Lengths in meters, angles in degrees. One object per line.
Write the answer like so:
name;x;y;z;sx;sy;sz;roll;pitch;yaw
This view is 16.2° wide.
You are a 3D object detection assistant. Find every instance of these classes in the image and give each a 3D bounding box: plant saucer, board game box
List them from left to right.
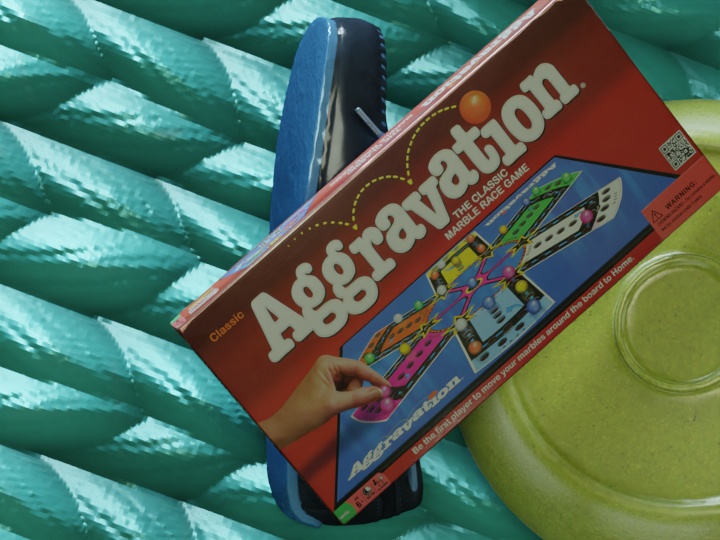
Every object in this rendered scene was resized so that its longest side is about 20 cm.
board game box;0.035;-0.007;0.969;0.200;0.019;0.103;-42;105;-6
plant saucer;0.129;0.024;1.003;0.199;0.031;0.201;-3;75;11

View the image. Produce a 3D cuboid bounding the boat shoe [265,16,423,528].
boat shoe;0.000;0.000;1.012;0.068;0.084;0.201;2;100;-12
